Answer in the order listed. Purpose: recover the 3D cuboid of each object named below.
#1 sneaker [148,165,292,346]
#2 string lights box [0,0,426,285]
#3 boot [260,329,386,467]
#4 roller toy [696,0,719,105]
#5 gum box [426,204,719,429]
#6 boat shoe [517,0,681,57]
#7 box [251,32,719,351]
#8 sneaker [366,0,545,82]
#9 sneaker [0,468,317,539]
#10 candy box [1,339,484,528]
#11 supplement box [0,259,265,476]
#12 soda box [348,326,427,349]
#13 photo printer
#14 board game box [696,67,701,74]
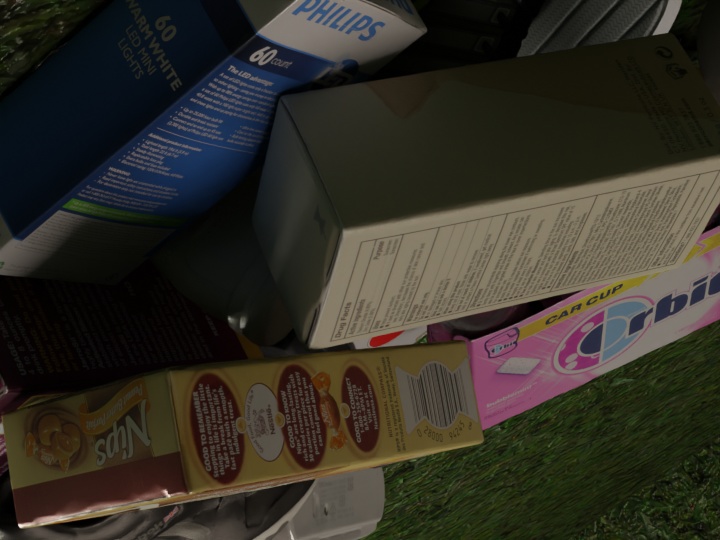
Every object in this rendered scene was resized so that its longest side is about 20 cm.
[{"bbox_3d":[-0.034,-0.046,0.830,0.200,0.088,0.076,-47,159,-48],"label":"sneaker"},{"bbox_3d":[-0.079,-0.074,0.699,0.200,0.059,0.103,-37,161,21],"label":"string lights box"},{"bbox_3d":[-0.070,0.056,1.018,0.164,0.066,0.200,8,159,23],"label":"boot"},{"bbox_3d":[0.296,-0.126,0.943,0.182,0.201,0.140,22,136,-22],"label":"roller toy"},{"bbox_3d":[0.131,0.014,0.989,0.199,0.066,0.114,-24,148,-11],"label":"gum box"},{"bbox_3d":[0.104,-0.119,0.869,0.067,0.074,0.200,-32,178,-45],"label":"boat shoe"},{"bbox_3d":[0.060,-0.037,0.723,0.199,0.078,0.095,-11,148,-22],"label":"box"},{"bbox_3d":[0.054,-0.111,0.767,0.200,0.081,0.074,-37,161,21],"label":"sneaker"},{"bbox_3d":[-0.097,0.107,0.806,0.199,0.076,0.088,-20,154,-29],"label":"sneaker"},{"bbox_3d":[-0.049,0.073,0.740,0.115,0.056,0.199,-17,169,40],"label":"candy box"},{"bbox_3d":[-0.166,0.045,0.811,0.131,0.104,0.200,-38,161,26],"label":"supplement box"},{"bbox_3d":[0.000,0.000,0.992,0.064,0.068,0.200,-37,162,-5],"label":"soda box"},{"bbox_3d":[-0.103,0.164,1.167,0.199,0.070,0.166,-2,177,25],"label":"photo printer"},{"bbox_3d":[0.160,-0.068,1.012,0.199,0.041,0.153,12,134,-41],"label":"board game box"}]
